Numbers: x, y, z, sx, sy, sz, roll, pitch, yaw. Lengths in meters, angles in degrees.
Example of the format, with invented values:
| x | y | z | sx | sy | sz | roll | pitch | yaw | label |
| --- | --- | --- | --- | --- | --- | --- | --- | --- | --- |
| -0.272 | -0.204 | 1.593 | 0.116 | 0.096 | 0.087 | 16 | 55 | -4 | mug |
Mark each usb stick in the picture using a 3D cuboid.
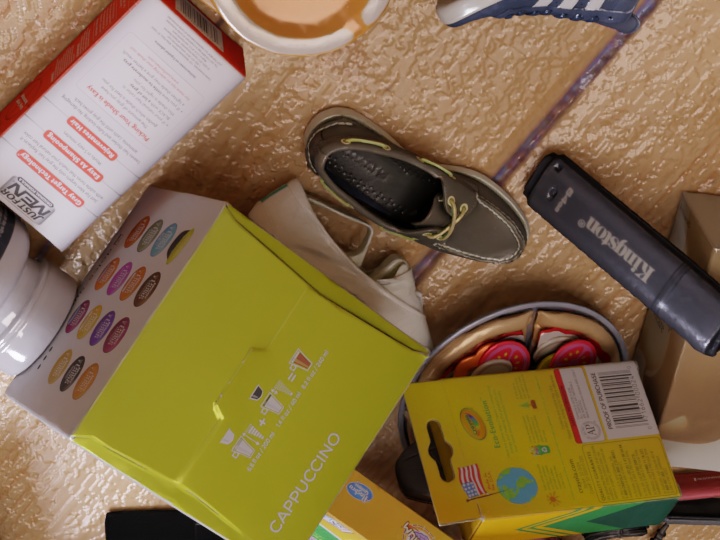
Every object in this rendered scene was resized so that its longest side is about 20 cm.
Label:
| x | y | z | sx | sy | sz | roll | pitch | yaw | label |
| --- | --- | --- | --- | --- | --- | --- | --- | --- | --- |
| 0.208 | -0.013 | 1.544 | 0.200 | 0.033 | 0.056 | 42 | 128 | 20 | usb stick |

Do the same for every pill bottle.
| x | y | z | sx | sy | sz | roll | pitch | yaw | label |
| --- | --- | --- | --- | --- | --- | --- | --- | --- | --- |
| -0.318 | -0.011 | 1.515 | 0.200 | 0.120 | 0.120 | 36 | 110 | -21 | pill bottle |

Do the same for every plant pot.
| x | y | z | sx | sy | sz | roll | pitch | yaw | label |
| --- | --- | --- | --- | --- | --- | --- | --- | --- | --- |
| -0.043 | -0.238 | 1.379 | 0.200 | 0.183 | 0.200 | -2 | 119 | -4 | plant pot |

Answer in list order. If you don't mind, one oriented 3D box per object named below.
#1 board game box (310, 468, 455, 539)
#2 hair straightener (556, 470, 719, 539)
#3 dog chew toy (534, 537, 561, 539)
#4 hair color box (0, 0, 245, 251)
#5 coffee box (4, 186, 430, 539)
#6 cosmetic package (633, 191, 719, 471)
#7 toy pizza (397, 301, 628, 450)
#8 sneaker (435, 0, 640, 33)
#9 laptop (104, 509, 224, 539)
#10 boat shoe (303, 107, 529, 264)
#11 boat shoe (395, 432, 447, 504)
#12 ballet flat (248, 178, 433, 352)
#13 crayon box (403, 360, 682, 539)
| x | y | z | sx | sy | sz | roll | pitch | yaw | label |
| --- | --- | --- | --- | --- | --- | --- | --- | --- | --- |
| 0.028 | 0.221 | 1.560 | 0.200 | 0.153 | 0.040 | 36 | 72 | -16 | board game box |
| 0.245 | 0.217 | 1.735 | 0.200 | 0.041 | 0.077 | -8 | 119 | -1 | hair straightener |
| 0.152 | 0.283 | 1.711 | 0.124 | 0.125 | 0.200 | -32 | 121 | 12 | dog chew toy |
| -0.189 | -0.120 | 1.501 | 0.200 | 0.061 | 0.101 | -41 | 114 | 15 | hair color box |
| -0.108 | 0.077 | 1.501 | 0.200 | 0.198 | 0.200 | 37 | 82 | -22 | coffee box |
| 0.275 | 0.049 | 1.611 | 0.071 | 0.105 | 0.200 | 7 | 116 | -10 | cosmetic package |
| 0.128 | 0.108 | 1.641 | 0.200 | 0.032 | 0.200 | -11 | 132 | -13 | toy pizza |
| 0.157 | -0.203 | 1.477 | 0.200 | 0.075 | 0.085 | -20 | 114 | 6 | sneaker |
| -0.122 | 0.270 | 1.629 | 0.177 | 0.200 | 0.103 | -1 | 153 | -4 | laptop |
| 0.046 | -0.054 | 1.557 | 0.202 | 0.060 | 0.072 | 28 | 113 | -19 | boat shoe |
| 0.123 | 0.167 | 1.618 | 0.200 | 0.076 | 0.072 | -1 | 141 | -14 | boat shoe |
| 0.000 | 0.000 | 1.587 | 0.200 | 0.069 | 0.069 | 40 | 109 | -22 | ballet flat |
| 0.133 | 0.141 | 1.559 | 0.200 | 0.127 | 0.051 | -3 | 147 | -18 | crayon box |
